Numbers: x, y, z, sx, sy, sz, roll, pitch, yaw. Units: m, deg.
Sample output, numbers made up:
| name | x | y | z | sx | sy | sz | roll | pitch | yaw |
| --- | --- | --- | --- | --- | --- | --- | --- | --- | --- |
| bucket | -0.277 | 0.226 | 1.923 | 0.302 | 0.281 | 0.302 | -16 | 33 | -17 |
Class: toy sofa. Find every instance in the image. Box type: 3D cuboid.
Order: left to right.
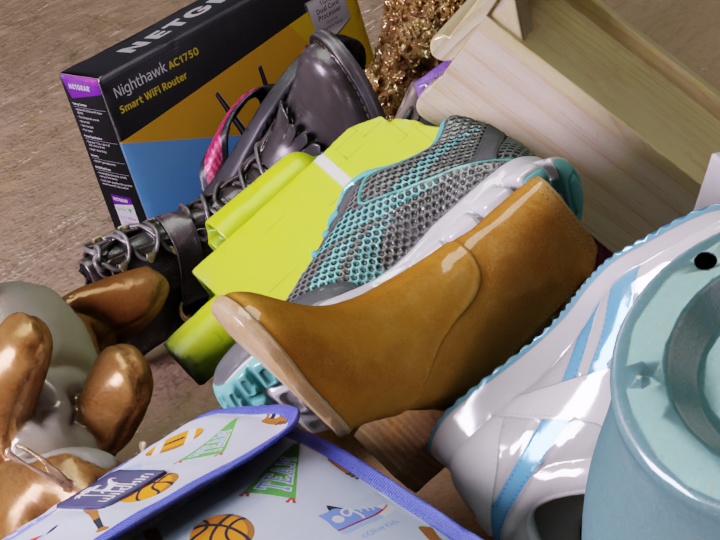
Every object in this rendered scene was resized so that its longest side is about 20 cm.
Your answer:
| name | x | y | z | sx | sy | sz | roll | pitch | yaw |
| --- | --- | --- | --- | --- | --- | --- | --- | --- | --- |
| toy sofa | 0.133 | -0.082 | 1.168 | 0.200 | 0.098 | 0.083 | 37 | 35 | 0 |

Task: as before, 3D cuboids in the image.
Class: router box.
| name | x | y | z | sx | sy | sz | roll | pitch | yaw |
| --- | --- | --- | --- | --- | --- | --- | --- | --- | --- |
| router box | -0.077 | -0.096 | 1.375 | 0.200 | 0.149 | 0.051 | -34 | 28 | -32 |

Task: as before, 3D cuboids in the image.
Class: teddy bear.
| name | x | y | z | sx | sy | sz | roll | pitch | yaw |
| --- | --- | --- | --- | --- | --- | --- | --- | --- | --- |
| teddy bear | 0.035 | -0.097 | 1.338 | 0.067 | 0.145 | 0.200 | 7 | 35 | 8 |

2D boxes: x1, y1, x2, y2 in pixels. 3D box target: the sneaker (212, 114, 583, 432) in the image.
| name | x | y | z | sx | sy | sz | roll | pitch | yaw |
| --- | --- | --- | --- | --- | --- | --- | --- | --- | --- |
| sneaker | 0.008 | -0.001 | 1.053 | 0.200 | 0.078 | 0.091 | -35 | 47 | -9 |

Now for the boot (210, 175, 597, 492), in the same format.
| name | x | y | z | sx | sy | sz | roll | pitch | yaw |
| --- | --- | --- | --- | --- | --- | --- | --- | --- | --- |
| boot | 0.029 | 0.010 | 0.965 | 0.144 | 0.201 | 0.071 | -48 | 55 | 0 |

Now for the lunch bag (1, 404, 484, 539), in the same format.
| name | x | y | z | sx | sy | sz | roll | pitch | yaw |
| --- | --- | --- | --- | --- | --- | --- | --- | --- | --- |
| lunch bag | -0.061 | 0.145 | 0.902 | 0.170 | 0.124 | 0.200 | -31 | 45 | -33 |

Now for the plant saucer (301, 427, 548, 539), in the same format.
| name | x | y | z | sx | sy | sz | roll | pitch | yaw |
| --- | --- | --- | --- | --- | --- | --- | --- | --- | --- |
| plant saucer | 0.034 | 0.103 | 1.066 | 0.200 | 0.035 | 0.200 | -12 | 27 | 6 |

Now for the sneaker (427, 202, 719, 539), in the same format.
| name | x | y | z | sx | sy | sz | roll | pitch | yaw |
| --- | --- | --- | --- | --- | --- | --- | --- | --- | --- |
| sneaker | 0.119 | 0.046 | 0.933 | 0.077 | 0.200 | 0.081 | -3 | 53 | -52 |

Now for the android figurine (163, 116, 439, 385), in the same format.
| name | x | y | z | sx | sy | sz | roll | pitch | yaw |
| --- | --- | --- | --- | --- | --- | --- | --- | --- | --- |
| android figurine | 0.000 | 0.000 | 1.116 | 0.200 | 0.041 | 0.182 | -43 | 54 | -10 |

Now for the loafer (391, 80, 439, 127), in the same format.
| name | x | y | z | sx | sy | sz | roll | pitch | yaw |
| --- | --- | --- | --- | --- | --- | --- | --- | --- | --- |
| loafer | -0.013 | -0.020 | 1.205 | 0.200 | 0.063 | 0.072 | -45 | 13 | 6 |

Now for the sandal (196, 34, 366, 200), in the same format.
| name | x | y | z | sx | sy | sz | roll | pitch | yaw |
| --- | --- | --- | --- | --- | --- | --- | --- | --- | --- |
| sandal | -0.070 | -0.066 | 1.317 | 0.045 | 0.075 | 0.200 | 34 | 85 | 33 |

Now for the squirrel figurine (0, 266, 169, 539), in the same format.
| name | x | y | z | sx | sy | sz | roll | pitch | yaw |
| --- | --- | --- | --- | --- | --- | --- | --- | --- | --- |
| squirrel figurine | -0.171 | 0.109 | 1.069 | 0.200 | 0.142 | 0.187 | -48 | 47 | 26 |

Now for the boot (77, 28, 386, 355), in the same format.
| name | x | y | z | sx | sy | sz | roll | pitch | yaw |
| --- | --- | --- | --- | --- | --- | --- | --- | --- | --- |
| boot | -0.076 | -0.031 | 1.229 | 0.174 | 0.200 | 0.069 | -22 | 51 | -26 |

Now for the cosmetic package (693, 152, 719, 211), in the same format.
| name | x | y | z | sx | sy | sz | roll | pitch | yaw |
| --- | --- | --- | --- | --- | --- | --- | --- | --- | --- |
| cosmetic package | 0.247 | 0.012 | 1.009 | 0.083 | 0.051 | 0.200 | -12 | 41 | -31 |

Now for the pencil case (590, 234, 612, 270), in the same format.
| name | x | y | z | sx | sy | sz | roll | pitch | yaw |
| --- | --- | --- | --- | --- | --- | --- | --- | --- | --- |
| pencil case | 0.093 | -0.044 | 1.270 | 0.094 | 0.091 | 0.200 | -42 | 16 | 22 |

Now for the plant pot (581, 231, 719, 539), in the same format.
| name | x | y | z | sx | sy | sz | roll | pitch | yaw |
| --- | --- | --- | --- | --- | --- | --- | --- | --- | --- |
| plant pot | 0.169 | 0.088 | 0.795 | 0.200 | 0.188 | 0.200 | -8 | 50 | 10 |
